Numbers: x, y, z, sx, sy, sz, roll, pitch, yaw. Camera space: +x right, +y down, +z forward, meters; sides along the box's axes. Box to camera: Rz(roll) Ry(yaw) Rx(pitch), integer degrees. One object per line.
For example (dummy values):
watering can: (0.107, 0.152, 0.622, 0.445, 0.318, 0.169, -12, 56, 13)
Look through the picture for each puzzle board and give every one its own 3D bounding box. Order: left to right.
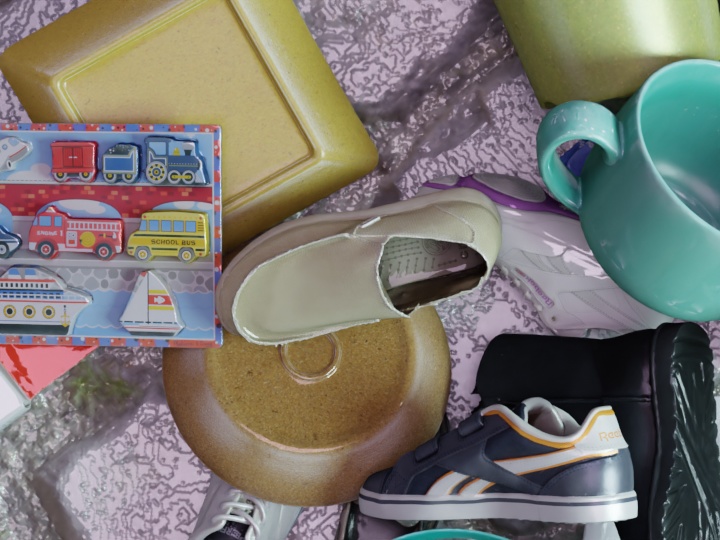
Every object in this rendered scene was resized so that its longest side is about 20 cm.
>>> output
puzzle board: (-0.191, -0.024, 1.562, 0.200, 0.017, 0.151, 1, 96, 10)

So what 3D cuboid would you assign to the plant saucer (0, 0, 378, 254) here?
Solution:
plant saucer: (-0.117, -0.106, 1.588, 0.200, 0.048, 0.200, -29, 101, 4)

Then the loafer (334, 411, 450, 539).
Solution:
loafer: (0.015, 0.179, 1.595, 0.072, 0.063, 0.200, 18, 88, 3)

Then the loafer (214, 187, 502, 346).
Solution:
loafer: (0.000, 0.000, 1.530, 0.200, 0.068, 0.076, -20, 116, 1)

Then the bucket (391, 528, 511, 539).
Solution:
bucket: (0.068, 0.272, 1.525, 0.207, 0.135, 0.207, -1, 92, -25)

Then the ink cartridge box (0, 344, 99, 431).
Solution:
ink cartridge box: (-0.294, 0.019, 1.616, 0.174, 0.044, 0.200, -39, 88, 0)

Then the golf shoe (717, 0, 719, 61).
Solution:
golf shoe: (0.280, -0.154, 1.574, 0.078, 0.094, 0.200, -19, 91, -4)

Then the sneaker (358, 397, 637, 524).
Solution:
sneaker: (0.087, 0.123, 1.508, 0.200, 0.078, 0.079, -4, 90, 32)

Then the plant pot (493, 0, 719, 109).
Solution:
plant pot: (0.159, -0.212, 1.560, 0.200, 0.200, 0.184, -18, 99, 0)

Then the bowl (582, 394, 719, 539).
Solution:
bowl: (0.258, 0.191, 1.560, 0.201, 0.090, 0.201, -14, 63, 28)

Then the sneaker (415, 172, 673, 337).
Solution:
sneaker: (0.125, -0.003, 1.596, 0.200, 0.075, 0.100, 22, 110, 11)

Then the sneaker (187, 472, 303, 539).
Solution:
sneaker: (-0.076, 0.168, 1.592, 0.073, 0.071, 0.200, 18, 88, 1)

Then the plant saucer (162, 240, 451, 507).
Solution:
plant saucer: (-0.035, 0.060, 1.583, 0.200, 0.035, 0.200, 1, 69, -4)

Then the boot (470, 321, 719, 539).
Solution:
boot: (0.153, 0.134, 1.550, 0.168, 0.076, 0.200, -9, 75, 38)

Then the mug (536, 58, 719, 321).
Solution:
mug: (0.206, -0.054, 1.508, 0.185, 0.114, 0.152, 41, 49, 4)

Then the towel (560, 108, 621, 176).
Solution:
towel: (0.255, -0.081, 1.624, 0.200, 0.024, 0.145, -39, 89, -1)
